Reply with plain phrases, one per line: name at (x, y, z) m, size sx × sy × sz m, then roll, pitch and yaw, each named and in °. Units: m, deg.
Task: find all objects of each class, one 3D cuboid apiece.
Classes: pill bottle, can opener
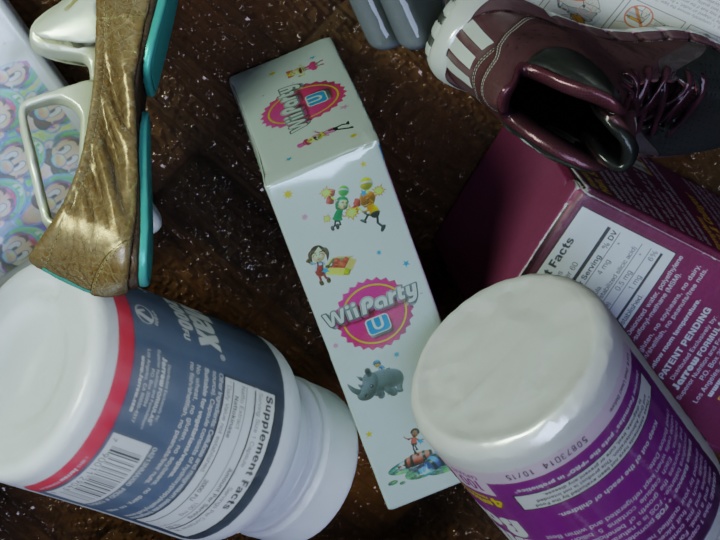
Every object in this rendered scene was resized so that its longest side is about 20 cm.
pill bottle at (0.117, 0.101, 1.317) m, size 0.112 × 0.112 × 0.200 m, roll -35°, pitch 130°, yaw 6°
can opener at (-0.020, -0.195, 1.311) m, size 0.066 × 0.053 × 0.200 m, roll -41°, pitch 117°, yaw -25°
pill bottle at (-0.102, 0.078, 1.379) m, size 0.200 × 0.120 × 0.120 m, roll 24°, pitch 109°, yaw -41°

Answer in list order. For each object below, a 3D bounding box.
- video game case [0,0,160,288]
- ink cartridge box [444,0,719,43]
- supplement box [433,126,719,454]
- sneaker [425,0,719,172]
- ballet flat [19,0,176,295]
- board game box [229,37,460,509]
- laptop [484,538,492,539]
video game case at (-0.231, -0.052, 1.352) m, size 0.182 × 0.024 × 0.200 m, roll -32°, pitch 117°, yaw 4°
ink cartridge box at (0.130, -0.170, 1.370) m, size 0.200 × 0.045 × 0.176 m, roll 22°, pitch 134°, yaw -20°
supplement box at (0.158, 0.010, 1.411) m, size 0.200 × 0.131 × 0.103 m, roll 26°, pitch 109°, yaw -20°
sneaker at (0.135, -0.077, 1.327) m, size 0.200 × 0.116 × 0.076 m, roll 9°, pitch 116°, yaw -26°
ballet flat at (-0.131, -0.087, 1.294) m, size 0.072 × 0.068 × 0.200 m, roll 6°, pitch 78°, yaw -1°
board game box at (0.000, 0.000, 1.363) m, size 0.064 × 0.148 × 0.200 m, roll -22°, pitch 118°, yaw 0°
laptop at (-0.046, 0.218, 1.499) m, size 0.200 × 0.116 × 0.187 m, roll -24°, pitch 144°, yaw -30°
